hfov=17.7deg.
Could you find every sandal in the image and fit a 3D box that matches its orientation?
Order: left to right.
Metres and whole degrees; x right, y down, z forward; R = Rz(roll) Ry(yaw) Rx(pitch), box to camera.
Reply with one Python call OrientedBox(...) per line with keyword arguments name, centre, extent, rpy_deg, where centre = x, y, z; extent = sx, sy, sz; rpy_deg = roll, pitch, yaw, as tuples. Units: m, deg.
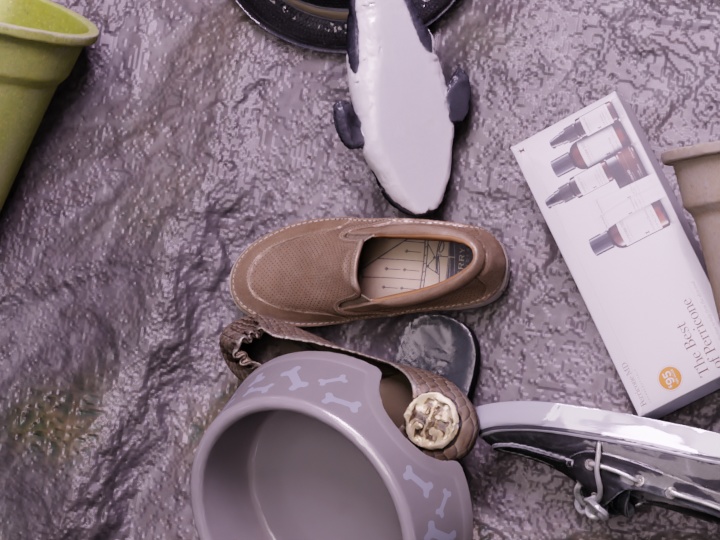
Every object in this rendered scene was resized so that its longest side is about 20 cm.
OrientedBox(name="sandal", centre=(0.035, 0.129, 1.546), extent=(0.075, 0.048, 0.202), rpy_deg=(3, 85, 20))

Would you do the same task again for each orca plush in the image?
OrientedBox(name="orca plush", centre=(0.004, -0.135, 1.566), extent=(0.105, 0.071, 0.201), rpy_deg=(-37, 112, -21))

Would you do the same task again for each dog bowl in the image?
OrientedBox(name="dog bowl", centre=(-0.026, 0.156, 1.513), extent=(0.199, 0.059, 0.201), rpy_deg=(12, 113, 29))

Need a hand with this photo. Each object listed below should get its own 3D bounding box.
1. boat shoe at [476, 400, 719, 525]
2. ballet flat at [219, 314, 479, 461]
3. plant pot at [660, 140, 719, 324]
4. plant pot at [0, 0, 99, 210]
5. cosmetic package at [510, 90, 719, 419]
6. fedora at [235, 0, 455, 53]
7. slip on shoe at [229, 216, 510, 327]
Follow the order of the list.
OrientedBox(name="boat shoe", centre=(0.165, 0.130, 1.488), extent=(0.198, 0.074, 0.069), rpy_deg=(10, 79, 15))
OrientedBox(name="ballet flat", centre=(-0.012, 0.076, 1.535), extent=(0.199, 0.046, 0.068), rpy_deg=(24, 84, 27))
OrientedBox(name="plant pot", centre=(0.292, 0.009, 1.407), extent=(0.199, 0.200, 0.185), rpy_deg=(-6, 90, 18))
OrientedBox(name="plant pot", centre=(-0.306, -0.111, 1.630), extent=(0.199, 0.200, 0.185), rpy_deg=(22, 102, 20))
OrientedBox(name="cosmetic package", centre=(0.179, -0.009, 1.513), extent=(0.082, 0.051, 0.201), rpy_deg=(-29, 75, 14))
OrientedBox(name="fedora", centre=(-0.019, -0.245, 1.586), extent=(0.199, 0.092, 0.202), rpy_deg=(-2, 83, 19))
OrientedBox(name="slip on shoe", centre=(0.000, 0.000, 1.567), extent=(0.199, 0.061, 0.077), rpy_deg=(1, 84, 19))
